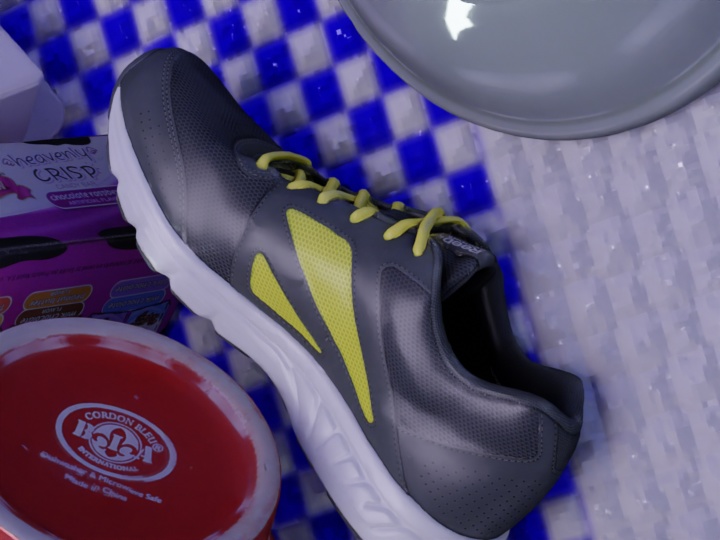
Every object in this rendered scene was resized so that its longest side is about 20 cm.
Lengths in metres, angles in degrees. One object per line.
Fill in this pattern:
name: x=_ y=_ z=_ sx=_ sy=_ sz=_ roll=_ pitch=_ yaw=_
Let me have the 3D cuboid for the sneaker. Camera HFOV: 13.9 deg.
sneaker: x=0.000 y=0.000 z=0.938 sx=0.085 sy=0.074 sz=0.200 roll=-42 pitch=80 yaw=27

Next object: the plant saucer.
plant saucer: x=0.047 y=-0.138 z=0.889 sx=0.200 sy=0.050 sz=0.201 roll=5 pitch=99 yaw=36

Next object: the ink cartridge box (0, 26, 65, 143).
ink cartridge box: x=-0.215 y=-0.043 z=1.021 sx=0.129 sy=0.200 sz=0.125 roll=48 pitch=139 yaw=22

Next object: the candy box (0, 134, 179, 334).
candy box: x=-0.150 y=0.052 z=1.009 sx=0.061 sy=0.136 sz=0.200 roll=42 pitch=118 yaw=27

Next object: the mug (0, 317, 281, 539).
mug: x=-0.083 y=0.121 z=0.961 sx=0.134 sy=0.177 sz=0.200 roll=-114 pitch=33 yaw=-40
